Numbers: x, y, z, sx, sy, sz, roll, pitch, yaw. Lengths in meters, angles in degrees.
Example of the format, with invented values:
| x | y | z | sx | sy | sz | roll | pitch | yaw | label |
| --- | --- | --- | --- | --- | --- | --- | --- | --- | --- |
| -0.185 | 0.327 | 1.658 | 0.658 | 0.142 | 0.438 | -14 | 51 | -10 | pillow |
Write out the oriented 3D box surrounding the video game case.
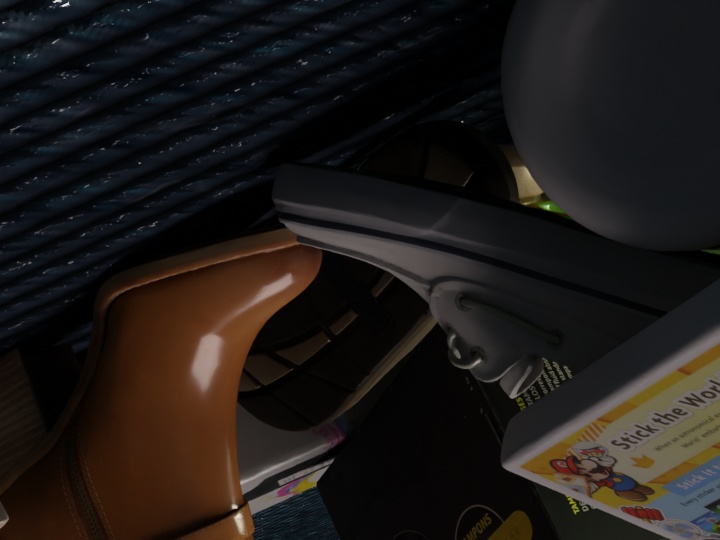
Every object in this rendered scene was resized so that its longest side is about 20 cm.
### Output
| x | y | z | sx | sy | sz | roll | pitch | yaw | label |
| --- | --- | --- | --- | --- | --- | --- | --- | --- | --- |
| 0.167 | 0.058 | 0.756 | 0.181 | 0.023 | 0.200 | 24 | 152 | -15 | video game case |

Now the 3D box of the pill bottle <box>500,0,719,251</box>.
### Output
| x | y | z | sx | sy | sz | roll | pitch | yaw | label |
| --- | --- | --- | --- | --- | --- | --- | --- | --- | --- |
| 0.128 | -0.062 | 0.816 | 0.112 | 0.112 | 0.200 | -29 | 170 | 19 | pill bottle |

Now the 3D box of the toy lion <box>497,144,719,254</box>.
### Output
| x | y | z | sx | sy | sz | roll | pitch | yaw | label |
| --- | --- | --- | --- | --- | --- | --- | --- | --- | --- |
| 0.156 | -0.021 | 0.975 | 0.199 | 0.069 | 0.191 | -14 | -162 | -43 | toy lion |

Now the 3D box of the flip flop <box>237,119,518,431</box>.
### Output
| x | y | z | sx | sy | sz | roll | pitch | yaw | label |
| --- | --- | --- | --- | --- | --- | --- | --- | --- | --- |
| 0.000 | 0.000 | 0.970 | 0.200 | 0.081 | 0.058 | -42 | 176 | 42 | flip flop |

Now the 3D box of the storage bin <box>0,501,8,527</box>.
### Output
| x | y | z | sx | sy | sz | roll | pitch | yaw | label |
| --- | --- | --- | --- | --- | --- | --- | --- | --- | --- |
| -0.242 | 0.098 | 0.767 | 0.199 | 0.094 | 0.199 | -21 | 170 | -27 | storage bin |

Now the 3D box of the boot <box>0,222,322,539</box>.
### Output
| x | y | z | sx | sy | sz | roll | pitch | yaw | label |
| --- | --- | --- | --- | --- | --- | --- | --- | --- | --- |
| -0.063 | 0.078 | 0.943 | 0.200 | 0.155 | 0.074 | -32 | 168 | 35 | boot |

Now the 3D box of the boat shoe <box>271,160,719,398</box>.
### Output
| x | y | z | sx | sy | sz | roll | pitch | yaw | label |
| --- | --- | --- | --- | --- | --- | --- | --- | --- | --- |
| 0.056 | 0.012 | 0.839 | 0.199 | 0.067 | 0.074 | 15 | -174 | 21 | boat shoe |

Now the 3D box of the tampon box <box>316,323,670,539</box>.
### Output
| x | y | z | sx | sy | sz | roll | pitch | yaw | label |
| --- | --- | --- | --- | --- | --- | --- | --- | --- | --- |
| 0.111 | 0.094 | 1.062 | 0.199 | 0.127 | 0.150 | -10 | 151 | -32 | tampon box |

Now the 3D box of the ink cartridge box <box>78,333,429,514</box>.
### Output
| x | y | z | sx | sy | sz | roll | pitch | yaw | label |
| --- | --- | --- | --- | --- | --- | --- | --- | --- | --- |
| -0.050 | 0.064 | 1.124 | 0.199 | 0.083 | 0.146 | -23 | 169 | -15 | ink cartridge box |
